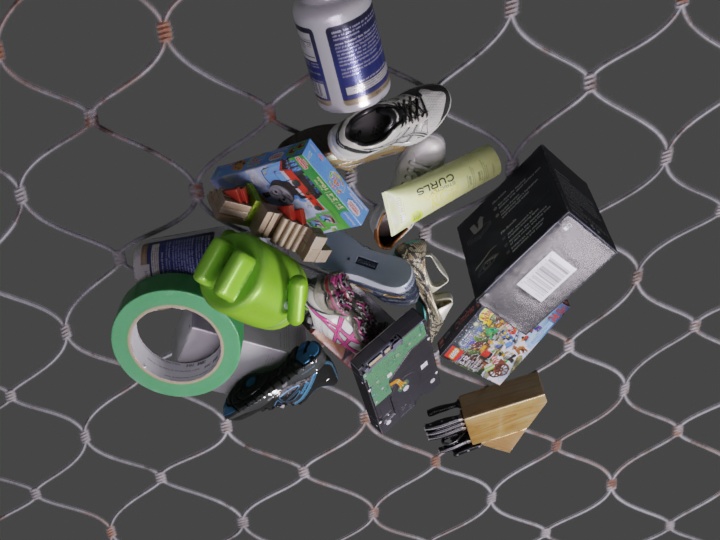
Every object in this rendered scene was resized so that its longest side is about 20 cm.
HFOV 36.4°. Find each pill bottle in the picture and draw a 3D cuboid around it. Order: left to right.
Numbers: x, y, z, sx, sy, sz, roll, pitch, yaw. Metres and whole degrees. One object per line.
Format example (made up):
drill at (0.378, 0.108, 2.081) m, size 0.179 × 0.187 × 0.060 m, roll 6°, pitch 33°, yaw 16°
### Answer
pill bottle at (-0.241, -0.007, 1.695) m, size 0.197 × 0.112 × 0.112 m, roll -9°, pitch 127°, yaw 8°
pill bottle at (-0.030, -0.328, 1.497) m, size 0.109 × 0.112 × 0.202 m, roll -13°, pitch 126°, yaw 3°

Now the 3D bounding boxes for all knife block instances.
knife block at (0.215, 0.253, 1.972) m, size 0.173 × 0.064 × 0.201 m, roll 19°, pitch 121°, yaw -20°

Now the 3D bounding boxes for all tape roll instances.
tape roll at (-0.278, 0.100, 1.671) m, size 0.197 × 0.048 × 0.203 m, roll 1°, pitch 124°, yaw 1°

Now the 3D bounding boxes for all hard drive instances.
hard drive at (0.059, 0.165, 1.779) m, size 0.139 × 0.038 × 0.201 m, roll -40°, pitch 146°, yaw -16°

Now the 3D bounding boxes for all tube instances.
tube at (0.121, -0.124, 1.647) m, size 0.198 × 0.052 × 0.059 m, roll -27°, pitch 85°, yaw -19°

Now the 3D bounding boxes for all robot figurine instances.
robot figurine at (-0.151, 0.018, 1.562) m, size 0.117 × 0.174 × 0.200 m, roll -61°, pitch 147°, yaw -1°

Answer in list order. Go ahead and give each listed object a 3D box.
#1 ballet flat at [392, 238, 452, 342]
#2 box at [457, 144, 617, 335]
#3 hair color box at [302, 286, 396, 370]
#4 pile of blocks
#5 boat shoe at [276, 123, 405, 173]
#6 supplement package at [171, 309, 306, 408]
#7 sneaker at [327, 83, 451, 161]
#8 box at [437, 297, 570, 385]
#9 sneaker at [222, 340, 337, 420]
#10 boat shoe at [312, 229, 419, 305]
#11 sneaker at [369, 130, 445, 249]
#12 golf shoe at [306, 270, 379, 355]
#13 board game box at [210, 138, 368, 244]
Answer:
ballet flat at (0.113, 0.033, 1.806) m, size 0.074 × 0.068 × 0.202 m, roll -21°, pitch 122°, yaw -2°
box at (0.265, -0.048, 1.676) m, size 0.117 × 0.201 × 0.197 m, roll 33°, pitch 117°, yaw -25°
hair color box at (0.007, 0.111, 1.826) m, size 0.111 × 0.064 × 0.200 m, roll -48°, pitch 119°, yaw -2°
pile of blocks at (-0.125, -0.084, 1.607) m, size 0.198 × 0.082 × 0.063 m, roll 26°, pitch 117°, yaw -14°
boat shoe at (-0.024, -0.175, 1.638) m, size 0.197 × 0.072 × 0.077 m, roll -11°, pitch 138°, yaw 2°
supplement package at (-0.199, 0.122, 1.797) m, size 0.197 × 0.121 × 0.122 m, roll 16°, pitch 123°, yaw -18°
sneaker at (0.051, -0.211, 1.556) m, size 0.198 × 0.088 × 0.076 m, roll -28°, pitch 92°, yaw -15°
box at (0.243, 0.094, 1.877) m, size 0.135 × 0.038 × 0.201 m, roll 25°, pitch 119°, yaw -22°
sneaker at (-0.128, 0.194, 1.737) m, size 0.198 × 0.074 × 0.082 m, roll -29°, pitch 126°, yaw 14°
boat shoe at (0.000, 0.000, 1.735) m, size 0.198 × 0.071 × 0.091 m, roll 24°, pitch 163°, yaw 22°
sneaker at (0.078, -0.116, 1.680) m, size 0.072 × 0.085 × 0.202 m, roll 18°, pitch 120°, yaw -16°
golf shoe at (-0.034, 0.074, 1.729) m, size 0.091 × 0.073 × 0.201 m, roll -9°, pitch 136°, yaw 25°
board game box at (-0.107, -0.112, 1.634) m, size 0.198 × 0.037 × 0.151 m, roll -10°, pitch 134°, yaw 41°
